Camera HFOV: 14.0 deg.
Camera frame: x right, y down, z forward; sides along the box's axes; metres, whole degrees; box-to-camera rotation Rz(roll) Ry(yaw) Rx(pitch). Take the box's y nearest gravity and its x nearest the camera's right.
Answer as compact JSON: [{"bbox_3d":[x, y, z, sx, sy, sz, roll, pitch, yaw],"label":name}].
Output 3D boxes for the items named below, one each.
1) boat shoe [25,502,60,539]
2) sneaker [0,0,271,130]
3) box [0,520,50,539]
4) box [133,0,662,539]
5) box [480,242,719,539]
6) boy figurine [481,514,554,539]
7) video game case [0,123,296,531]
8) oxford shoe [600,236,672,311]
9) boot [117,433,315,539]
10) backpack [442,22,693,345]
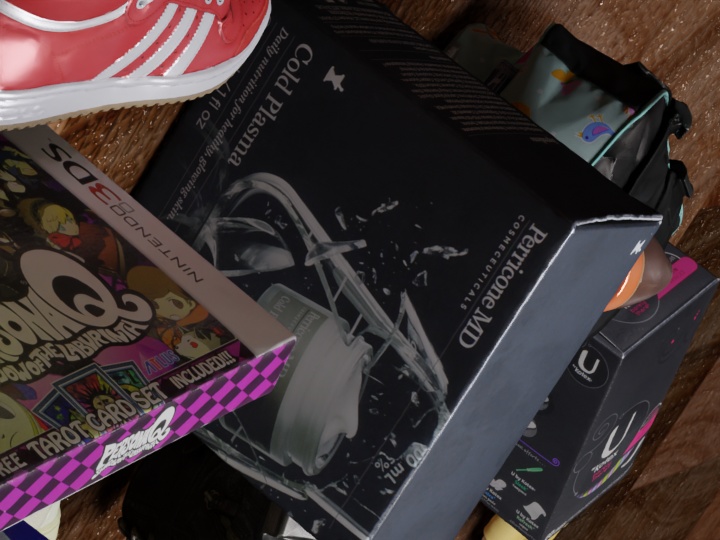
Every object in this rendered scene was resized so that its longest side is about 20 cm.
[{"bbox_3d":[-0.207,0.111,1.333,0.200,0.074,0.067,-24,134,-57],"label":"boat shoe"},{"bbox_3d":[-0.088,-0.125,1.164,0.200,0.071,0.113,-23,150,-51],"label":"sneaker"},{"bbox_3d":[-0.212,0.169,1.019,0.199,0.105,0.185,5,111,-50],"label":"box"},{"bbox_3d":[0.000,0.000,1.400,0.201,0.196,0.124,-58,160,17],"label":"box"},{"bbox_3d":[0.144,0.069,1.999,0.122,0.106,0.201,-35,155,-41],"label":"box"},{"bbox_3d":[0.129,0.177,2.228,0.124,0.064,0.201,-36,155,-37],"label":"boy figurine"},{"bbox_3d":[-0.148,0.010,1.098,0.200,0.181,0.036,-25,148,-52],"label":"video game case"},{"bbox_3d":[0.071,-0.040,1.480,0.072,0.200,0.071,3,122,-57],"label":"oxford shoe"},{"bbox_3d":[-0.079,0.155,1.540,0.069,0.174,0.201,33,81,-32],"label":"boot"},{"bbox_3d":[0.072,-0.020,1.595,0.200,0.153,0.176,-56,161,-19],"label":"backpack"}]
